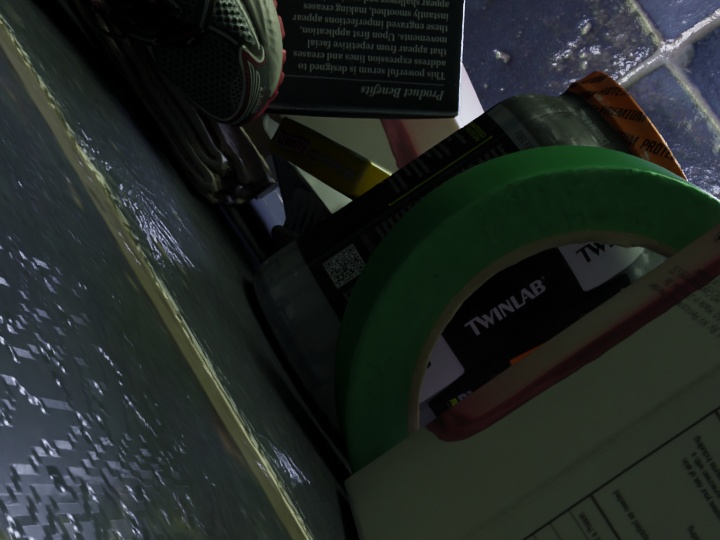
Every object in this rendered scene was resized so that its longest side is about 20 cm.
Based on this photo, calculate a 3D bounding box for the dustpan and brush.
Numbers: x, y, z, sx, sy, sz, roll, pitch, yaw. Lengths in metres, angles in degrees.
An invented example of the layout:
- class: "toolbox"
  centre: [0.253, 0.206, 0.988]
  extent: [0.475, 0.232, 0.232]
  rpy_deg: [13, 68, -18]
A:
- class: "dustpan and brush"
  centre: [0.000, 0.000, 0.832]
  extent: [0.199, 0.057, 0.140]
  rpy_deg: [31, -30, 29]

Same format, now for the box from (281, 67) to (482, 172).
- class: "box"
  centre: [0.019, -0.115, 0.915]
  extent: [0.128, 0.108, 0.201]
  rpy_deg: [-87, 153, -54]

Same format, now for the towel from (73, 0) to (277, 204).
- class: "towel"
  centre: [-0.099, -0.100, 0.739]
  extent: [0.133, 0.034, 0.200]
  rpy_deg: [58, 2, -2]

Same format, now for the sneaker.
- class: "sneaker"
  centre: [-0.110, -0.138, 0.573]
  extent: [0.200, 0.080, 0.075]
  rpy_deg: [50, 43, -31]

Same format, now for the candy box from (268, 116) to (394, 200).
- class: "candy box"
  centre: [0.045, -0.027, 0.770]
  extent: [0.199, 0.027, 0.102]
  rpy_deg: [28, 5, -36]

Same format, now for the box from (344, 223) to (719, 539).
- class: "box"
  centre: [0.111, 0.090, 0.481]
  extent: [0.128, 0.199, 0.109]
  rpy_deg: [56, 2, -15]

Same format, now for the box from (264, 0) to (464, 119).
- class: "box"
  centre: [-0.009, -0.184, 0.699]
  extent: [0.148, 0.106, 0.202]
  rpy_deg: [-148, -119, -77]

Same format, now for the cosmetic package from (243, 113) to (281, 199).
- class: "cosmetic package"
  centre: [-0.102, -0.161, 1.022]
  extent: [0.201, 0.071, 0.105]
  rpy_deg: [57, 4, -5]

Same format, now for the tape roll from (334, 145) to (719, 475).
- class: "tape roll"
  centre: [0.089, 0.050, 0.556]
  extent: [0.201, 0.200, 0.048]
  rpy_deg: [56, 3, -17]

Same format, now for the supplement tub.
- class: "supplement tub"
  centre: [0.058, -0.003, 0.635]
  extent: [0.123, 0.199, 0.123]
  rpy_deg: [56, 3, -4]
